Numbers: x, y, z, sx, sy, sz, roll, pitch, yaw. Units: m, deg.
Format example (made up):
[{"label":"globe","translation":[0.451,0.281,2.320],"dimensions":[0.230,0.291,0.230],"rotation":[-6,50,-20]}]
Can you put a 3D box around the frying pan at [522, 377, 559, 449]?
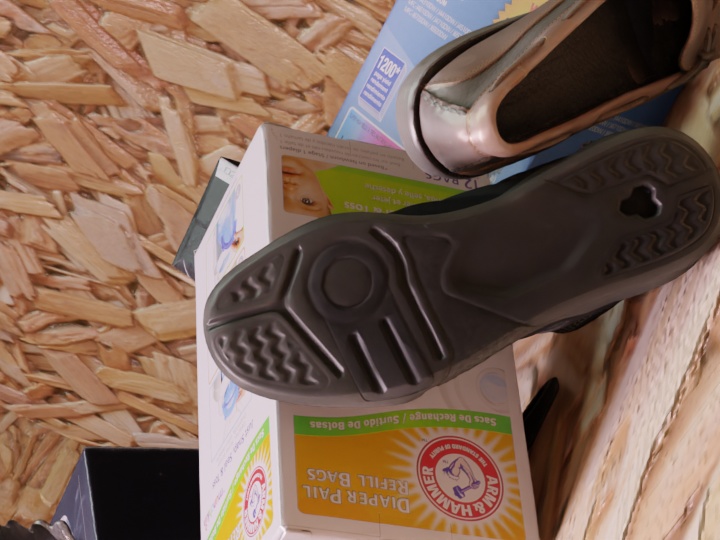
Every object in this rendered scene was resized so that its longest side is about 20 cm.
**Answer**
[{"label":"frying pan","translation":[0.031,0.140,0.813],"dimensions":[0.115,0.031,0.190],"rotation":[-69,4,-48]}]

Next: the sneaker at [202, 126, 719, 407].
[{"label":"sneaker","translation":[0.038,0.006,0.708],"dimensions":[0.199,0.076,0.114],"rotation":[-21,-8,-4]}]

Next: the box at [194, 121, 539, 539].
[{"label":"box","translation":[-0.003,0.053,0.764],"dimensions":[0.101,0.112,0.200],"rotation":[122,151,-47]}]

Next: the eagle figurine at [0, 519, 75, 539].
[{"label":"eagle figurine","translation":[-0.100,0.203,0.835],"dimensions":[0.152,0.200,0.151],"rotation":[-61,6,33]}]

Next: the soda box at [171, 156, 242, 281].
[{"label":"soda box","translation":[0.000,0.000,0.949],"dimensions":[0.200,0.071,0.063],"rotation":[14,-77,-51]}]

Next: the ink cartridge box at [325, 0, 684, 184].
[{"label":"ink cartridge box","translation":[0.082,-0.105,0.877],"dimensions":[0.136,0.076,0.200],"rotation":[41,108,42]}]

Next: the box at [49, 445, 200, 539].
[{"label":"box","translation":[-0.123,0.234,1.043],"dimensions":[0.182,0.104,0.200],"rotation":[119,146,-45]}]

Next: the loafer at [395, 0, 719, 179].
[{"label":"loafer","translation":[0.108,-0.094,0.718],"dimensions":[0.200,0.072,0.063],"rotation":[-33,19,-20]}]
